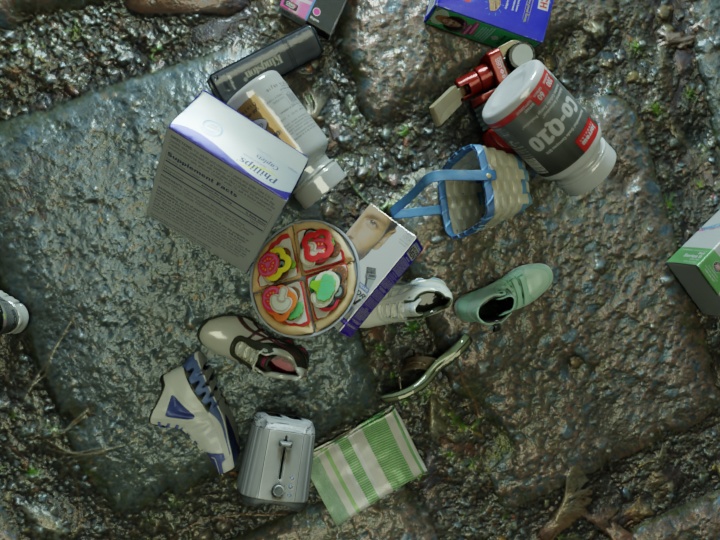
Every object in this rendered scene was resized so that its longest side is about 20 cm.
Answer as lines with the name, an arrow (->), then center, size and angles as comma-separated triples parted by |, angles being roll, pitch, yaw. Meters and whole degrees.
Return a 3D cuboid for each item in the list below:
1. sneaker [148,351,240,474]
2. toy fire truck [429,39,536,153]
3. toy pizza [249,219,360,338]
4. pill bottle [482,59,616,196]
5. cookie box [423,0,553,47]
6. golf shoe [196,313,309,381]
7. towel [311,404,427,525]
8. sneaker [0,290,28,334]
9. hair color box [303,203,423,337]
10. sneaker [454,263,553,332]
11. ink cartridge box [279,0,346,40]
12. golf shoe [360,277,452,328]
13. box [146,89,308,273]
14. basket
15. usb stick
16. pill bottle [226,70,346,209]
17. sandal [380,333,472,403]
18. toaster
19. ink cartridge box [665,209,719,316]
sneaker -> -0.286, 0.249, 0.872 | 0.114, 0.081, 0.201 | -21, 91, -3
toy fire truck -> 0.219, -0.274, 0.887 | 0.198, 0.129, 0.177 | -24, 99, 6
toy pizza -> -0.097, 0.009, 0.848 | 0.198, 0.032, 0.202 | -4, 74, 16
pill bottle -> 0.297, -0.215, 0.803 | 0.199, 0.114, 0.114 | 37, 89, -17
cookie box -> 0.230, -0.489, 0.882 | 0.198, 0.075, 0.173 | 14, 93, -10
golf shoe -> -0.179, 0.130, 0.868 | 0.198, 0.088, 0.078 | 20, 93, -9
towel -> 0.008, 0.359, 0.951 | 0.199, 0.023, 0.154 | -29, 100, -6
sneaker -> -0.619, 0.039, 0.787 | 0.199, 0.087, 0.074 | 35, 89, -10
hair color box -> 0.000, 0.000, 0.873 | 0.109, 0.065, 0.200 | 38, 86, 25
sneaker -> 0.277, 0.048, 0.918 | 0.199, 0.118, 0.074 | -24, 97, -8
ink cartridge box -> -0.052, -0.500, 0.858 | 0.094, 0.037, 0.202 | 25, 89, -11
golf shoe -> 0.065, 0.057, 0.896 | 0.198, 0.097, 0.079 | -15, 99, -6
box -> -0.203, -0.125, 0.778 | 0.183, 0.200, 0.105 | 31, 49, -11
basket -> 0.165, -0.127, 0.862 | 0.198, 0.176, 0.141 | -10, 82, -22
usb stick -> -0.155, -0.338, 0.851 | 0.199, 0.033, 0.056 | -29, 129, -5
pill bottle -> -0.118, -0.205, 0.833 | 0.114, 0.114, 0.201 | -39, 100, -4
sandal -> 0.113, 0.171, 0.932 | 0.200, 0.080, 0.057 | -37, 83, -11
toaster -> -0.138, 0.306, 0.852 | 0.112, 0.200, 0.131 | 12, 76, -11
ink cartridge box -> 0.728, -0.028, 1.001 | 0.200, 0.087, 0.146 | -43, 99, -5
